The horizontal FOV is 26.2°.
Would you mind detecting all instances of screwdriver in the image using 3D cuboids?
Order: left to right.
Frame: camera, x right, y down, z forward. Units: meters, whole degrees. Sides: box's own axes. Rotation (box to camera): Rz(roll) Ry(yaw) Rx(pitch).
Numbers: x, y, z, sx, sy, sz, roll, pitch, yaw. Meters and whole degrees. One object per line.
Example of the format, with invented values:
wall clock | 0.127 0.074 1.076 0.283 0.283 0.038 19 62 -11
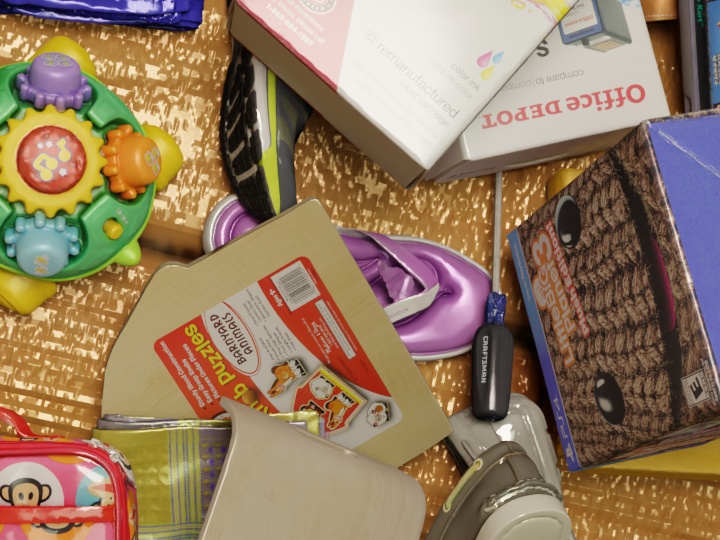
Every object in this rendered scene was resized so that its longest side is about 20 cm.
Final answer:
screwdriver | 0.089 -0.001 0.992 0.028 0.029 0.200 16 71 -28

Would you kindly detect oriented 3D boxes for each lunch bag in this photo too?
lunch bag | -0.225 0.157 0.881 0.200 0.082 0.176 0 89 -3

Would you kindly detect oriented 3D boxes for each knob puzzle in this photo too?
knob puzzle | -0.070 0.076 0.954 0.220 0.030 0.220 -2 106 -7

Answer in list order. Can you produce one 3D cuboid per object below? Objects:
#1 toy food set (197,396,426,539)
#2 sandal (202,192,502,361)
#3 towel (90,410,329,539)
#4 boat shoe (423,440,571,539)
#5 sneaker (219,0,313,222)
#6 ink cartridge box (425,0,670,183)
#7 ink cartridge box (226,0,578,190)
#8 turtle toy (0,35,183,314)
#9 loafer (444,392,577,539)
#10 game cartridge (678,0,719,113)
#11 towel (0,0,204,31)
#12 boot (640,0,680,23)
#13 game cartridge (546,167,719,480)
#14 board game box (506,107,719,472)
toy food set | -0.054 0.189 0.898 0.143 0.060 0.200 27 72 -31
sandal | -0.002 0.007 0.976 0.203 0.050 0.083 16 83 -14
towel | -0.093 0.181 0.939 0.144 0.023 0.200 2 96 -9
boat shoe | 0.063 0.185 0.937 0.072 0.202 0.060 2 44 -26
sneaker | -0.038 -0.125 0.957 0.081 0.074 0.200 7 79 -20
ink cartridge box | 0.095 -0.169 0.988 0.145 0.088 0.200 -12 88 -16
ink cartridge box | 0.043 -0.171 0.888 0.146 0.083 0.200 41 82 -2
turtle toy | -0.199 -0.076 0.901 0.200 0.101 0.146 46 77 -9
loafer | 0.104 0.179 0.990 0.070 0.070 0.200 -17 84 -10
game cartridge | 0.268 -0.167 1.024 0.130 0.038 0.200 -20 114 -28
towel | -0.164 -0.251 0.946 0.148 0.050 0.200 2 87 -16
boot | 0.265 -0.243 1.049 0.200 0.077 0.155 -5 93 -22
game cartridge | 0.211 0.037 1.019 0.176 0.032 0.200 4 71 -15
board game box | 0.181 0.016 0.894 0.097 0.200 0.160 -9 76 -19
